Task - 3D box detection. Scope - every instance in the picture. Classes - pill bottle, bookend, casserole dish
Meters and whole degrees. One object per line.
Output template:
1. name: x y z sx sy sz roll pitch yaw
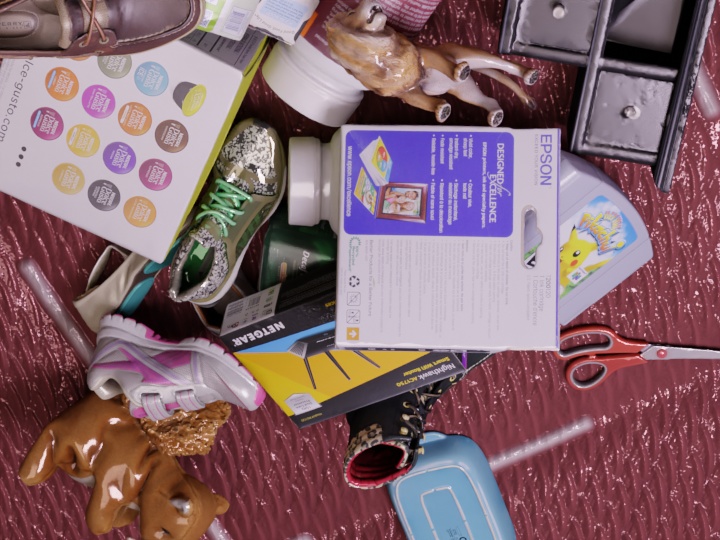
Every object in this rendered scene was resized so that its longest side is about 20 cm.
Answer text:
1. pill bottle: 0.030 -0.084 1.270 0.198 0.113 0.113 1 115 -4
2. bookend: 0.206 -0.195 1.224 0.198 0.092 0.201 10 115 3
3. pill bottle: 0.000 -0.239 1.215 0.114 0.114 0.201 32 113 -9
4. casserole dish: 0.099 0.273 1.479 0.120 0.039 0.201 -17 112 14

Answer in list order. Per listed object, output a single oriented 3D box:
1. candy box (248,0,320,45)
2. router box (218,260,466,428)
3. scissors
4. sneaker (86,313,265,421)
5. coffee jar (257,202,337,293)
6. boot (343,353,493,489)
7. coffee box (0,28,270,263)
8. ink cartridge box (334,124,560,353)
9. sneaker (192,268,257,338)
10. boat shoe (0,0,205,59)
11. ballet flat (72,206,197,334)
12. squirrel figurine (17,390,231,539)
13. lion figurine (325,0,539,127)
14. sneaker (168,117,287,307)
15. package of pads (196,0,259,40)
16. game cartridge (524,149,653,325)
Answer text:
1. candy box: -0.050 -0.320 1.167 0.061 0.137 0.201 17 119 -33
2. router box: -0.015 0.065 1.302 0.199 0.051 0.149 -22 125 26
3. scissors: 0.300 0.080 1.381 0.198 0.014 0.074 -11 111 13
4. sneaker: -0.189 0.115 1.340 0.198 0.089 0.082 13 157 23
5. coffee jar: 0.000 0.000 1.339 0.198 0.086 0.105 9 117 2
6. boot: 0.066 0.129 1.349 0.202 0.154 0.074 -29 117 19
7. coffee box: -0.212 -0.165 1.224 0.196 0.200 0.201 25 114 -6
8. ink cartridge box: 0.078 -0.027 1.182 0.198 0.043 0.200 1 85 5
9. sneaker: -0.117 0.068 1.385 0.073 0.085 0.200 -36 107 18
10. boat shoe: -0.224 -0.200 1.062 0.198 0.072 0.073 -2 112 5
11. ballet flat: -0.229 -0.014 1.375 0.069 0.070 0.200 40 113 -12
12. squirrel figurine: -0.219 0.194 1.404 0.186 0.141 0.201 30 88 26
13. lion figurine: 0.063 -0.177 1.164 0.122 0.199 0.073 32 105 33
14. sneaker: -0.130 -0.047 1.268 0.076 0.089 0.202 24 105 3
15. package of pads: -0.122 -0.309 1.149 0.068 0.200 0.155 13 116 -32
16. game cartridge: 0.200 -0.030 1.269 0.133 0.041 0.200 -42 139 10
